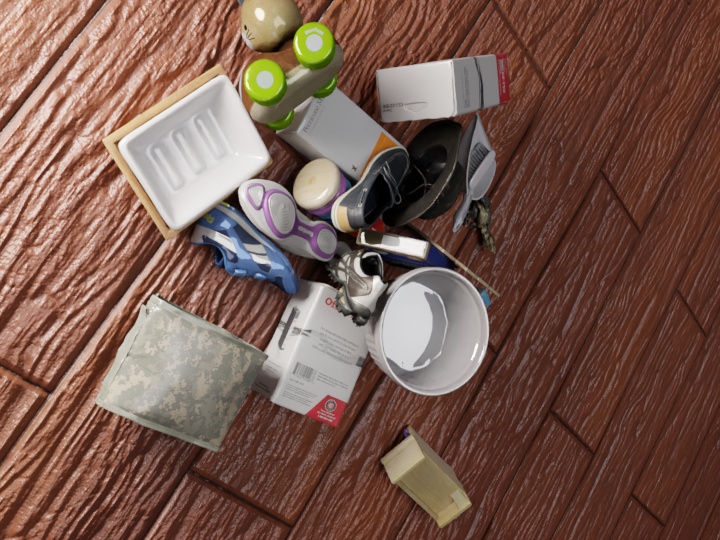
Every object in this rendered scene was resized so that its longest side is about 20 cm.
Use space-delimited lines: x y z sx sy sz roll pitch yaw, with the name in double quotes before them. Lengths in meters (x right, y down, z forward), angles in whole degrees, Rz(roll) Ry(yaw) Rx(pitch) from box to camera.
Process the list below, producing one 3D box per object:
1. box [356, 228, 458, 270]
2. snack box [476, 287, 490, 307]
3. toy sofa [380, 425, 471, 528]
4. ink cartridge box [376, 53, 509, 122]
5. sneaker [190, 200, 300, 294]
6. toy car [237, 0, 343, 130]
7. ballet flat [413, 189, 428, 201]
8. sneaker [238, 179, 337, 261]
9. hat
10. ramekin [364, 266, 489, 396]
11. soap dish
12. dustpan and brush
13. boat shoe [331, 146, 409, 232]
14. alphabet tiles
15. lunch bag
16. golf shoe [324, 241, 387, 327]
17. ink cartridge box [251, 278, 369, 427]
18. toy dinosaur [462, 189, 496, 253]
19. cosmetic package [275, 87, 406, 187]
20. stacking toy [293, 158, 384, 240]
"box" 0.086 -0.023 1.170 0.200 0.119 0.033 25 79 -64
"snack box" 0.134 0.099 1.278 0.200 0.115 0.037 -42 120 -23
"toy sofa" 0.125 0.404 1.363 0.082 0.098 0.200 -38 123 4
"ink cartridge box" 0.138 -0.302 1.147 0.199 0.142 0.085 -28 115 -50
"sneaker" -0.174 -0.021 1.057 0.200 0.074 0.083 44 75 -26
"toy car" -0.133 -0.323 0.961 0.157 0.164 0.201 -36 89 -2
"ballet flat" 0.122 -0.174 1.256 0.200 0.068 0.073 -42 100 -23
"sneaker" -0.124 -0.068 1.056 0.200 0.099 0.076 38 65 -44
"hat" 0.121 -0.144 1.149 0.080 0.200 0.203 31 80 -26
"ramekin" 0.100 0.096 1.132 0.197 0.105 0.204 0 91 -21
"soap dish" -0.239 -0.166 0.972 0.200 0.081 0.159 -41 120 -23
"dustpan and brush" 0.197 -0.159 1.243 0.202 0.057 0.140 -57 145 -12
"boat shoe" 0.031 -0.127 1.088 0.200 0.061 0.075 -49 131 -38
"alphabet tiles" 0.163 -0.021 1.229 0.166 0.200 0.008 35 97 -36
"lunch bag" -0.261 0.143 0.992 0.199 0.117 0.166 36 78 -40
"golf shoe" 0.000 0.000 1.107 0.077 0.201 0.095 31 111 -31
"ink cartridge box" -0.070 0.134 1.153 0.143 0.083 0.203 30 81 -36
"toy dinosaur" 0.231 -0.130 1.353 0.088 0.047 0.204 -17 109 -48
"cosmetic package" -0.028 -0.210 1.127 0.199 0.071 0.103 33 79 -36
"stacking toy" -0.025 -0.097 1.140 0.200 0.085 0.086 40 74 -51
